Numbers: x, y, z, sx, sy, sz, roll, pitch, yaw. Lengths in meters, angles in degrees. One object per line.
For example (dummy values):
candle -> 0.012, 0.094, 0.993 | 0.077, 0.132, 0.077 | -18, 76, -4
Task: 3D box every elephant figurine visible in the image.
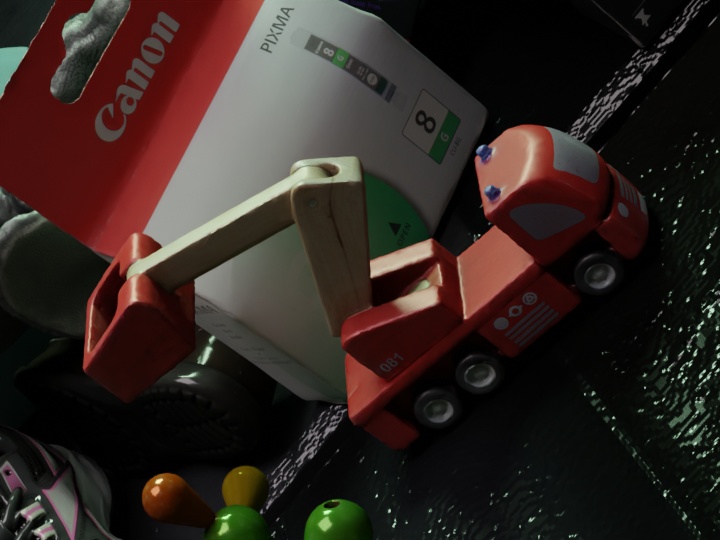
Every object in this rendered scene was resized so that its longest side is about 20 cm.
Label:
elephant figurine -> -0.153, -0.030, 1.014 | 0.199, 0.155, 0.142 | -19, 76, 3

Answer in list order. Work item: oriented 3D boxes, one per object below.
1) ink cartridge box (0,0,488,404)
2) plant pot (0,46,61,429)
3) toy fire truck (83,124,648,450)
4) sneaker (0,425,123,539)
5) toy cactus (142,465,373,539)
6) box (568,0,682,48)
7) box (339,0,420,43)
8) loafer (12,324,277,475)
ink cartridge box -> -0.051, -0.059, 0.944 | 0.050, 0.200, 0.161 | -6, 52, 53
plant pot -> -0.205, -0.026, 1.175 | 0.161, 0.201, 0.201 | -39, 27, 0
toy fire truck -> 0.000, 0.000, 0.855 | 0.200, 0.141, 0.049 | -41, 28, 23
sneaker -> -0.152, 0.133, 0.993 | 0.080, 0.086, 0.200 | -54, 33, 1
toy cactus -> -0.039, 0.161, 0.797 | 0.200, 0.102, 0.166 | 12, 77, 52
box -> 0.126, -0.222, 0.922 | 0.200, 0.141, 0.079 | -51, 25, 4
box -> -0.036, -0.151, 1.066 | 0.122, 0.106, 0.201 | 5, 80, 66
loafer -> -0.097, 0.053, 1.045 | 0.200, 0.073, 0.071 | -2, 45, 51
